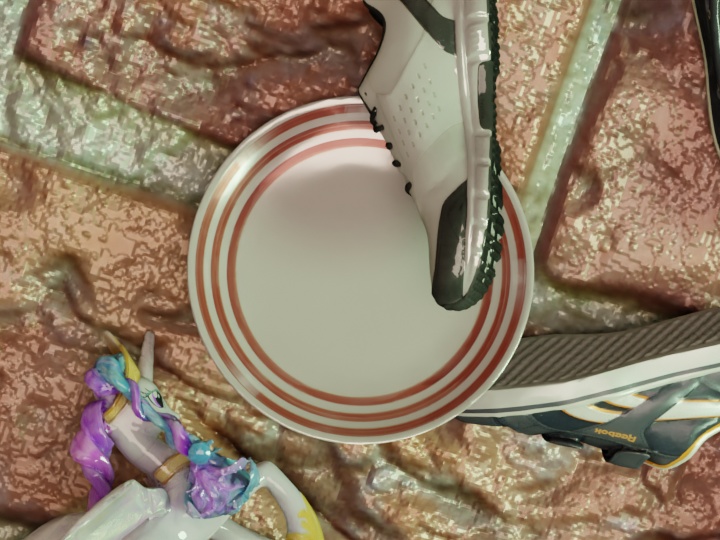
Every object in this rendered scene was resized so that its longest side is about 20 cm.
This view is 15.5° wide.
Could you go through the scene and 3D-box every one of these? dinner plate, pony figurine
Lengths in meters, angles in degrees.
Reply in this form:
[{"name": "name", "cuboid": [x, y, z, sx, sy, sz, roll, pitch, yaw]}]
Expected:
[{"name": "dinner plate", "cuboid": [0.000, 0.000, 1.515, 0.199, 0.024, 0.202, 0, 83, -2]}, {"name": "pony figurine", "cuboid": [-0.123, 0.157, 1.511, 0.200, 0.166, 0.193, 46, 63, -9]}]

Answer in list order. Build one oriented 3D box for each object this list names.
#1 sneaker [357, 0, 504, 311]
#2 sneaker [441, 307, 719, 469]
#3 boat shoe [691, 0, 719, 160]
[{"name": "sneaker", "cuboid": [0.040, -0.075, 1.487, 0.079, 0.074, 0.201, -3, 76, 6]}, {"name": "sneaker", "cuboid": [0.146, 0.079, 1.539, 0.199, 0.079, 0.080, -8, 112, 3]}, {"name": "boat shoe", "cuboid": [0.236, -0.106, 1.516, 0.074, 0.062, 0.201, -18, 105, -2]}]
